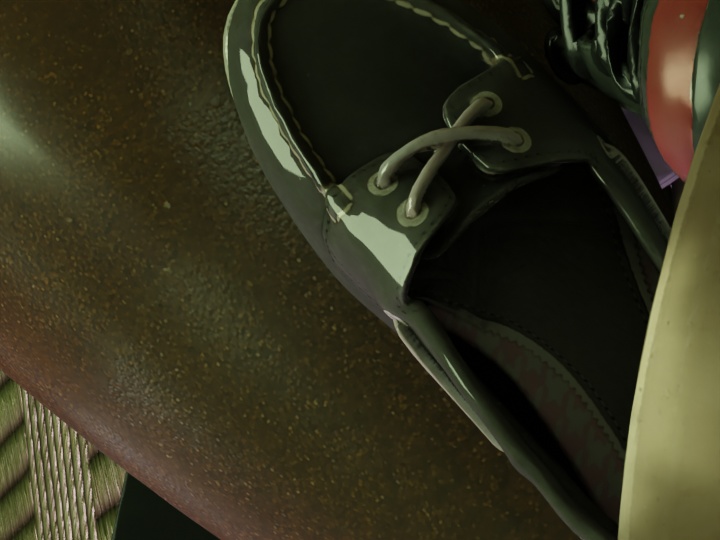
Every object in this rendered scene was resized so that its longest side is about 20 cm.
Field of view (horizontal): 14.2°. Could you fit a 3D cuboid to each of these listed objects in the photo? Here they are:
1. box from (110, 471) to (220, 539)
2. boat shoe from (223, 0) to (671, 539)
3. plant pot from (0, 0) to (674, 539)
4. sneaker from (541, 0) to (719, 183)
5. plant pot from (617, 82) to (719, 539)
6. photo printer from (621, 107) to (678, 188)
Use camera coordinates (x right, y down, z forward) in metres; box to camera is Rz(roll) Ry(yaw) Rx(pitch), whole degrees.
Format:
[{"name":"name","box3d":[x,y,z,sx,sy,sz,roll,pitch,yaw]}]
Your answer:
[{"name":"box","box3d":[-0.008,0.124,0.890,0.124,0.148,0.200,94,-172,-77]},{"name":"boat shoe","box3d":[0.045,0.009,0.613,0.200,0.067,0.057,52,171,1]},{"name":"plant pot","box3d":[0.000,0.000,0.714,0.200,0.187,0.187,50,153,18]},{"name":"sneaker","box3d":[0.074,-0.056,0.595,0.200,0.098,0.071,-46,-38,-66]},{"name":"plant pot","box3d":[0.131,0.019,0.480,0.093,0.201,0.201,15,116,31]},{"name":"photo printer","box3d":[0.059,-0.099,0.844,0.200,0.069,0.167,138,126,-72]}]
